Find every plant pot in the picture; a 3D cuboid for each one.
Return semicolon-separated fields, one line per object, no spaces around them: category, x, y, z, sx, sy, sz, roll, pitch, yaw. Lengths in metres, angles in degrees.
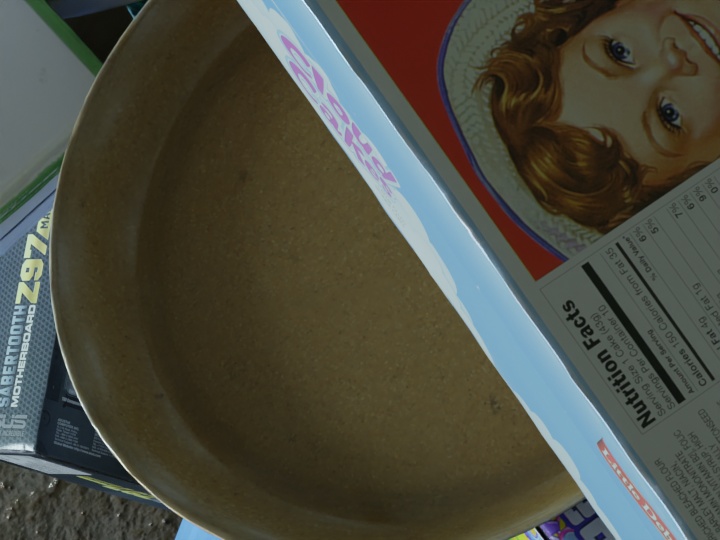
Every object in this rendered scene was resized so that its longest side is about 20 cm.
plant pot;0.014;-0.016;0.672;0.200;0.200;0.027;51;-178;31

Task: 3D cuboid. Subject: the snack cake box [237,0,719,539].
snack cake box;0.065;-0.033;0.587;0.200;0.115;0.067;55;171;9

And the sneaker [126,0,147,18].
sneaker;-0.101;-0.063;1.088;0.200;0.081;0.077;59;-171;-20

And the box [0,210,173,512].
box;-0.083;0.031;1.205;0.051;0.158;0.200;-2;164;41

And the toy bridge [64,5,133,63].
toy bridge;-0.098;-0.085;0.978;0.200;0.027;0.067;15;141;54

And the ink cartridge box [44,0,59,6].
ink cartridge box;-0.085;-0.142;0.732;0.095;0.037;0.200;51;161;-7

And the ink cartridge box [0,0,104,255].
ink cartridge box;-0.164;-0.071;0.884;0.146;0.084;0.200;47;168;-2

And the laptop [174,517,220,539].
laptop;-0.080;0.052;0.934;0.200;0.116;0.187;57;167;-8

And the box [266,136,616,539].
box;0.089;0.058;0.747;0.200;0.122;0.193;52;170;29

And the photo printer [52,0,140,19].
photo printer;-0.093;-0.166;0.846;0.200;0.069;0.167;-8;118;48
